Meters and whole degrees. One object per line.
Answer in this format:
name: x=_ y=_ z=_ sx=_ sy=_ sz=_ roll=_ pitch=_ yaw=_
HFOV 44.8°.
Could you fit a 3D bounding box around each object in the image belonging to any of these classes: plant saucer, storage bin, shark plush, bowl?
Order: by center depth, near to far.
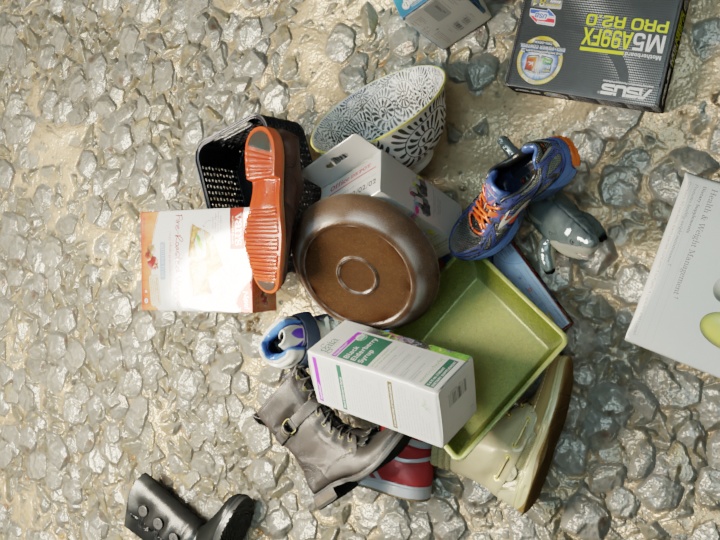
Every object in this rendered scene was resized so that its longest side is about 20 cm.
shark plush: x=0.239 y=-0.095 z=1.083 sx=0.090 sy=0.083 sz=0.203 roll=-20 pitch=64 yaw=7
plant saucer: x=0.000 y=0.000 z=1.089 sx=0.197 sy=0.032 sz=0.203 roll=11 pitch=126 yaw=16
plant saucer: x=0.138 y=0.103 z=1.096 sx=0.200 sy=0.048 sz=0.200 roll=-49 pitch=52 yaw=9
bowl: x=0.041 y=-0.179 z=1.167 sx=0.198 sy=0.202 sz=0.095 roll=-14 pitch=123 yaw=27
storage bin: x=-0.133 y=-0.099 z=1.210 sx=0.134 sy=0.093 sz=0.203 roll=-21 pitch=81 yaw=30

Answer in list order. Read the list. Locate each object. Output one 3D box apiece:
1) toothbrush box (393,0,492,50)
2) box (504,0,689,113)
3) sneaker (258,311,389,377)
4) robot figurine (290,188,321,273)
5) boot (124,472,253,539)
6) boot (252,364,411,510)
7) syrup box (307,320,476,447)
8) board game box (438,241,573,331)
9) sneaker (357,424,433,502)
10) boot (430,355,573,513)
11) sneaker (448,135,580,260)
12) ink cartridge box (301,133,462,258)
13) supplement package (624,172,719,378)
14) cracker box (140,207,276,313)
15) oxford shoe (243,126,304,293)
toothbrush box: x=0.077 y=-0.413 z=1.148 sx=0.085 sy=0.146 sz=0.203 roll=-29 pitch=73 yaw=23
box: x=0.292 y=-0.291 z=1.082 sx=0.197 sy=0.044 sz=0.163 roll=16 pitch=95 yaw=28
sneaker: x=-0.043 y=0.090 z=1.190 sx=0.197 sy=0.146 sz=0.082 roll=-17 pitch=80 yaw=27
robot figurine: x=-0.074 y=-0.069 z=1.264 sx=0.198 sy=0.058 sz=0.147 roll=29 pitch=102 yaw=27
boot: x=-0.271 y=0.373 z=1.353 sx=0.198 sy=0.065 sz=0.167 roll=29 pitch=100 yaw=31
boot: x=-0.042 y=0.199 z=1.145 sx=0.199 sy=0.069 sz=0.175 roll=-40 pitch=75 yaw=21
syrup box: x=0.036 y=0.132 z=1.056 sx=0.198 sy=0.078 sz=0.083 roll=15 pitch=126 yaw=37
board game box: x=0.179 y=0.019 z=1.145 sx=0.103 sy=0.019 sz=0.201 roll=-40 pitch=70 yaw=20
sneaker: x=0.010 y=0.236 z=1.197 sx=0.197 sy=0.071 sz=0.115 roll=9 pitch=96 yaw=21
boot: x=0.177 y=0.183 z=1.112 sx=0.154 sy=0.072 sz=0.203 roll=21 pitch=100 yaw=29
sneaker: x=0.167 y=-0.090 z=1.045 sx=0.201 sy=0.078 sz=0.076 roll=-50 pitch=55 yaw=29
ink cartridge box: x=0.026 y=-0.078 z=1.116 sx=0.114 sy=0.199 sz=0.069 roll=-28 pitch=46 yaw=37
supplement package: x=0.423 y=0.023 z=0.940 sx=0.198 sy=0.146 sz=0.194 roll=22 pitch=98 yaw=28
cracker box: x=-0.205 y=-0.013 z=1.169 sx=0.197 sy=0.057 sz=0.137 roll=-1 pitch=91 yaw=31
oxford shoe: x=-0.098 y=-0.074 z=1.084 sx=0.070 sy=0.072 sz=0.204 roll=8 pitch=99 yaw=39
